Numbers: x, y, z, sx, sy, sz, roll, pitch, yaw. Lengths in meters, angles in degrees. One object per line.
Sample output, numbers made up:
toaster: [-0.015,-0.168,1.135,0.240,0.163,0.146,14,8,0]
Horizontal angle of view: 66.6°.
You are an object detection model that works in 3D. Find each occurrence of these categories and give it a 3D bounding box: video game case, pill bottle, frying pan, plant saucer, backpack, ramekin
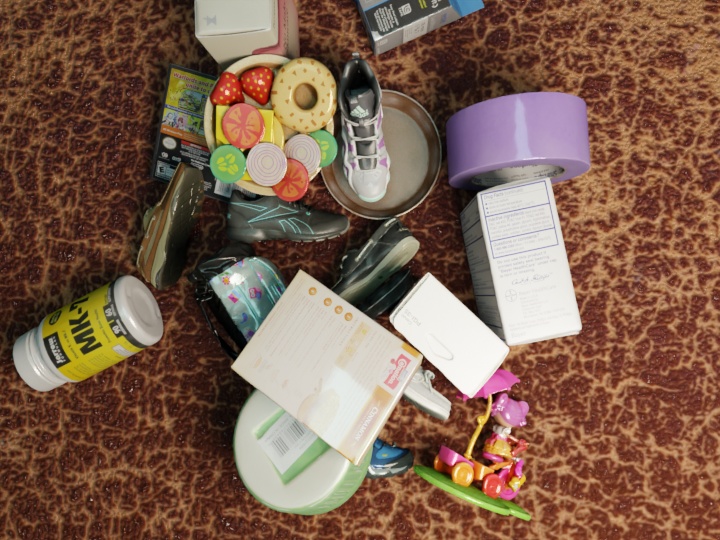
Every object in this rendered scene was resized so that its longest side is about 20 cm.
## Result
video game case: [-0.230,-0.211,0.880,0.194,0.026,0.186,17,102,5]
pill bottle: [-0.422,0.101,0.854,0.196,0.114,0.117,-27,86,2]
frying pan: [0.012,0.060,0.806,0.031,0.114,0.190,49,57,-4]
plant saucer: [0.032,-0.182,0.877,0.193,0.034,0.207,0,86,4]
backpack: [-0.155,0.061,0.821,0.125,0.167,0.203,-34,92,-4]
ramekin: [-0.084,0.239,0.775,0.193,0.098,0.206,-3,73,10]

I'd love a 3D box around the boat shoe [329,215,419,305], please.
boat shoe: [0.000,0.000,0.856,0.199,0.072,0.068,-42,68,10]

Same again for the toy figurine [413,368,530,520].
toy figurine: [0.197,0.243,0.811,0.196,0.150,0.189,26,79,-17]

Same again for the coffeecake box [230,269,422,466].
coffeecake box: [-0.040,0.125,0.710,0.197,0.073,0.155,33,76,13]

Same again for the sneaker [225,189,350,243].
sneaker: [-0.113,-0.085,0.849,0.193,0.075,0.082,-1,99,-5]

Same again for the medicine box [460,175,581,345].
medicine box: [0.218,-0.009,0.781,0.100,0.182,0.207,-10,87,3]

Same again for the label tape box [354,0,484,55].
label tape box: [0.086,-0.458,0.871,0.195,0.063,0.148,-22,87,3]

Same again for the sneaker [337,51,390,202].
sneaker: [0.000,-0.209,0.793,0.075,0.140,0.207,-10,86,3]

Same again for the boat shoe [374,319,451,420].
boat shoe: [0.060,0.143,0.822,0.200,0.075,0.065,37,81,31]

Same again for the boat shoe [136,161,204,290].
boat shoe: [-0.310,-0.074,0.868,0.072,0.075,0.205,22,98,14]

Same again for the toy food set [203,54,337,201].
toy food set: [-0.128,-0.205,0.794,0.193,0.049,0.204,2,105,-9]

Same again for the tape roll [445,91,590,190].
tape roll: [0.221,-0.175,0.781,0.193,0.200,0.088,-2,87,4]

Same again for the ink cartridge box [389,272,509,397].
ink cartridge box: [0.117,0.085,0.775,0.146,0.200,0.083,43,90,4]

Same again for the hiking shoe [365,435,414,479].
hiking shoe: [-0.012,0.259,0.838,0.193,0.074,0.090,8,89,4]

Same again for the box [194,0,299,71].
box: [-0.160,-0.369,0.814,0.105,0.200,0.132,-2,88,4]
